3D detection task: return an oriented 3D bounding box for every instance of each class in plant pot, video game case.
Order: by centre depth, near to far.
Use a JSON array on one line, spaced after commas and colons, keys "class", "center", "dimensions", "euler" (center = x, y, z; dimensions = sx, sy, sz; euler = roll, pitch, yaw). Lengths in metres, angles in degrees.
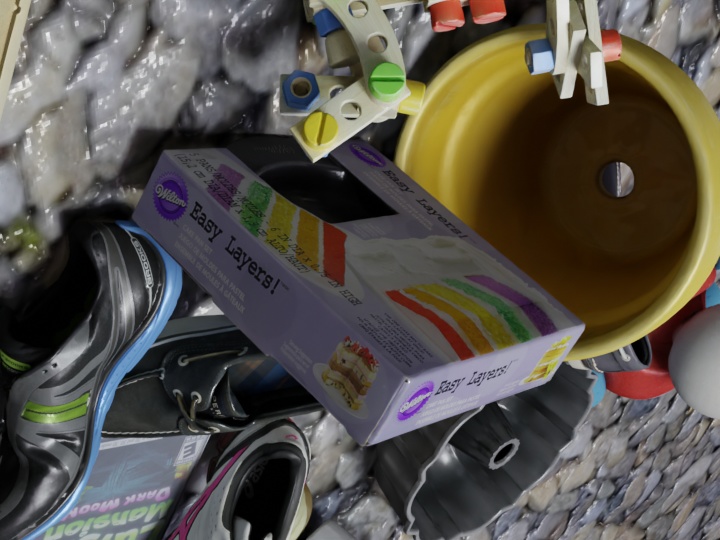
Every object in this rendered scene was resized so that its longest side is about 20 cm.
[{"class": "video game case", "center": [-0.198, 0.164, 0.922], "dimensions": [0.200, 0.023, 0.182], "euler": [-7, 132, -46]}, {"class": "plant pot", "center": [0.146, -0.054, 0.929], "dimensions": [0.201, 0.201, 0.189], "euler": [-58, 162, 19]}]

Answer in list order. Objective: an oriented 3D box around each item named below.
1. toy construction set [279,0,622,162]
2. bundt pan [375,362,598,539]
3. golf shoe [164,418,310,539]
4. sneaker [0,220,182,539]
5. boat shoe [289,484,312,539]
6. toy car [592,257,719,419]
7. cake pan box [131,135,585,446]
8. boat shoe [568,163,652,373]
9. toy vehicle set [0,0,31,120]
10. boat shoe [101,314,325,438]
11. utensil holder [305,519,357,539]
[{"class": "toy construction set", "center": [0.049, -0.132, 0.760], "dimensions": [0.200, 0.131, 0.092], "euler": [-9, 174, -20]}, {"class": "bundt pan", "center": [0.091, 0.123, 1.161], "dimensions": [0.202, 0.076, 0.202], "euler": [-30, 146, -23]}, {"class": "golf shoe", "center": [-0.093, 0.190, 0.965], "dimensions": [0.073, 0.092, 0.200], "euler": [22, 90, -13]}, {"class": "sneaker", "center": [-0.172, 0.060, 0.786], "dimensions": [0.083, 0.071, 0.200], "euler": [24, 95, -44]}, {"class": "boat shoe", "center": [-0.116, 0.224, 1.046], "dimensions": [0.201, 0.073, 0.063], "euler": [-51, 141, 4]}, {"class": "toy car", "center": [0.283, 0.073, 1.209], "dimensions": [0.184, 0.200, 0.177], "euler": [-28, 145, -26]}, {"class": "cake pan box", "center": [0.000, 0.000, 0.794], "dimensions": [0.184, 0.200, 0.052], "euler": [-7, 133, -53]}, {"class": "boat shoe", "center": [0.187, -0.016, 1.070], "dimensions": [0.073, 0.063, 0.200], "euler": [-30, 123, -47]}, {"class": "toy vehicle set", "center": [-0.208, -0.088, 0.616], "dimensions": [0.124, 0.027, 0.200], "euler": [-10, 134, -43]}, {"class": "boat shoe", "center": [-0.077, 0.063, 0.834], "dimensions": [0.200, 0.057, 0.069], "euler": [-16, 124, 12]}, {"class": "utensil holder", "center": [-0.001, 0.317, 1.119], "dimensions": [0.170, 0.200, 0.170], "euler": [-47, 170, -11]}]
